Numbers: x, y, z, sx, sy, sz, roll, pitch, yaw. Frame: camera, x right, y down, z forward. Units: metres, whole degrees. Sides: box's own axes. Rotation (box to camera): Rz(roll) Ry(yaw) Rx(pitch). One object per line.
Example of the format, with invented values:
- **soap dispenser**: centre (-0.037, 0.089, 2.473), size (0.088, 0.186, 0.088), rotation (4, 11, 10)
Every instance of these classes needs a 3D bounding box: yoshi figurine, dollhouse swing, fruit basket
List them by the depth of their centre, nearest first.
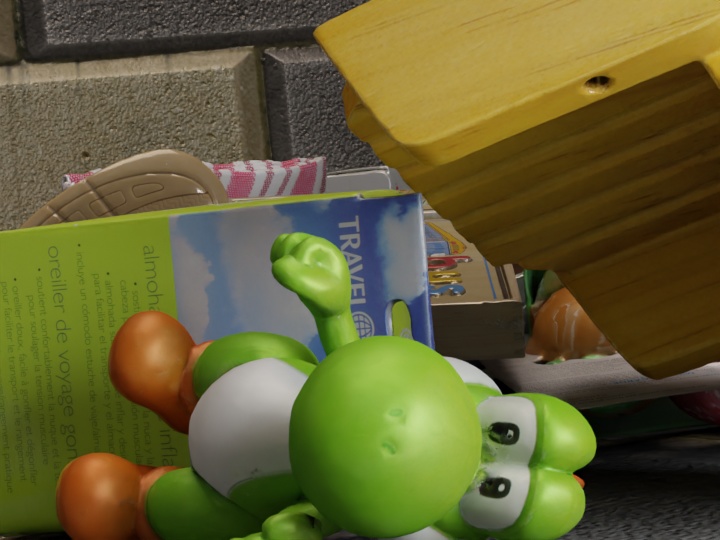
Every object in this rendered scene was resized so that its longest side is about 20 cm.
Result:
- **yoshi figurine**: centre (-0.020, 0.052, 0.752), size (0.199, 0.113, 0.112), rotation (-1, 20, 42)
- **dollhouse swing**: centre (0.110, 0.003, 0.782), size (0.181, 0.177, 0.200), rotation (-22, -33, 21)
- **fruit basket**: centre (0.144, 0.040, 0.986), size (0.184, 0.094, 0.200), rotation (-7, 13, -8)

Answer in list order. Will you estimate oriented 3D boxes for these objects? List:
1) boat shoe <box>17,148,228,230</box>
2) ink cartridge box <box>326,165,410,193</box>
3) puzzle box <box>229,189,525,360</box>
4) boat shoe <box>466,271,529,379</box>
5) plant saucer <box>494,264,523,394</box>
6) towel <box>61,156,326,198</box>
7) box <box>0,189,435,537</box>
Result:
- **boat shoe**: centre (-0.135, 0.030, 0.988), size (0.200, 0.072, 0.065), rotation (-49, -3, -5)
- **ink cartridge box**: centre (0.022, -0.030, 2.266), size (0.085, 0.149, 0.200), rotation (-5, 1, 17)
- **puzzle box**: centre (0.000, 0.000, 1.007), size (0.132, 0.026, 0.200), rotation (-2, 16, -1)
- **boat shoe**: centre (0.024, 0.029, 1.127), size (0.199, 0.062, 0.073), rotation (-22, 13, -15)
- **plant saucer**: centre (0.089, 0.020, 1.244), size (0.200, 0.037, 0.201), rotation (-30, 18, 11)
- **towel**: centre (-0.076, 0.021, 1.117), size (0.030, 0.148, 0.199), rotation (9, 10, 35)
- **box**: centre (-0.054, 0.036, 0.880), size (0.199, 0.123, 0.048), rotation (-5, 2, 25)
